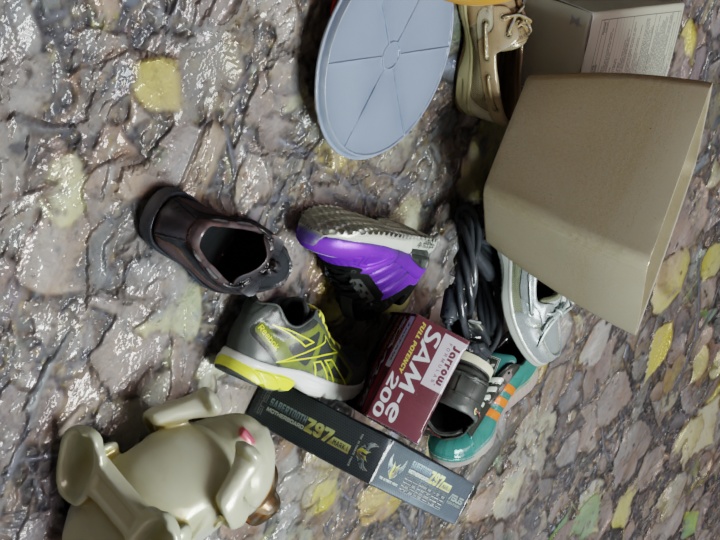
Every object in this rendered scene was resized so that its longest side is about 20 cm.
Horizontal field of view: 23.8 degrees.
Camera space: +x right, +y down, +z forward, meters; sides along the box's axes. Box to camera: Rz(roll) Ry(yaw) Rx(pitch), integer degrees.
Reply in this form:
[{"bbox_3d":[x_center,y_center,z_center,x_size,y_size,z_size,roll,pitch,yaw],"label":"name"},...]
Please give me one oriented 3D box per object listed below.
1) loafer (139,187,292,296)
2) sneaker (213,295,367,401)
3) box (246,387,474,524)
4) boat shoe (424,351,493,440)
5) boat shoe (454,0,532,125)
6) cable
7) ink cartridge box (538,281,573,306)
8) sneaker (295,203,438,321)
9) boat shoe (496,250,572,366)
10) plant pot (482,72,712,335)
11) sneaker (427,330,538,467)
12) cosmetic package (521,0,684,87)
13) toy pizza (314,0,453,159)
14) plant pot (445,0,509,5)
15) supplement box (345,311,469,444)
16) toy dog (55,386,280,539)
[{"bbox_3d":[-0.110,-0.013,1.456,0.200,0.063,0.072,28,88,-58],"label":"loafer"},{"bbox_3d":[-0.049,0.069,1.588,0.200,0.074,0.085,9,103,-57],"label":"sneaker"},{"bbox_3d":[0.003,0.175,1.656,0.051,0.157,0.200,-62,147,-4],"label":"box"},{"bbox_3d":[0.083,0.140,1.770,0.201,0.073,0.063,123,-9,-69],"label":"boat shoe"},{"bbox_3d":[0.138,-0.239,1.663,0.071,0.064,0.201,-32,135,-41],"label":"boat shoe"},{"bbox_3d":[0.115,0.019,1.786,0.200,0.050,0.164,33,56,-73],"label":"cable"},{"bbox_3d":[0.239,-0.075,1.898,0.146,0.083,0.201,-23,129,-47],"label":"ink cartridge box"},{"bbox_3d":[0.001,0.000,1.619,0.200,0.069,0.100,9,106,-56],"label":"sneaker"},{"bbox_3d":[0.190,0.006,1.821,0.074,0.064,0.203,-31,115,-56],"label":"boat shoe"},{"bbox_3d":[0.224,-0.082,1.681,0.200,0.176,0.201,75,35,-68],"label":"plant pot"},{"bbox_3d":[0.134,0.133,1.904,0.200,0.071,0.080,-47,143,-39],"label":"sneaker"},{"bbox_3d":[0.249,-0.242,1.800,0.200,0.087,0.104,-14,123,-52],"label":"cosmetic package"},{"bbox_3d":[0.016,-0.199,1.546,0.200,0.032,0.201,-35,137,-41],"label":"toy pizza"},{"bbox_3d":[0.120,-0.321,1.480,0.183,0.199,0.201,3,109,-68],"label":"plant pot"},{"bbox_3d":[0.042,0.100,1.655,0.109,0.061,0.200,-63,-175,-4],"label":"supplement box"},{"bbox_3d":[-0.149,0.194,1.474,0.200,0.139,0.195,-24,142,-46],"label":"toy dog"}]
